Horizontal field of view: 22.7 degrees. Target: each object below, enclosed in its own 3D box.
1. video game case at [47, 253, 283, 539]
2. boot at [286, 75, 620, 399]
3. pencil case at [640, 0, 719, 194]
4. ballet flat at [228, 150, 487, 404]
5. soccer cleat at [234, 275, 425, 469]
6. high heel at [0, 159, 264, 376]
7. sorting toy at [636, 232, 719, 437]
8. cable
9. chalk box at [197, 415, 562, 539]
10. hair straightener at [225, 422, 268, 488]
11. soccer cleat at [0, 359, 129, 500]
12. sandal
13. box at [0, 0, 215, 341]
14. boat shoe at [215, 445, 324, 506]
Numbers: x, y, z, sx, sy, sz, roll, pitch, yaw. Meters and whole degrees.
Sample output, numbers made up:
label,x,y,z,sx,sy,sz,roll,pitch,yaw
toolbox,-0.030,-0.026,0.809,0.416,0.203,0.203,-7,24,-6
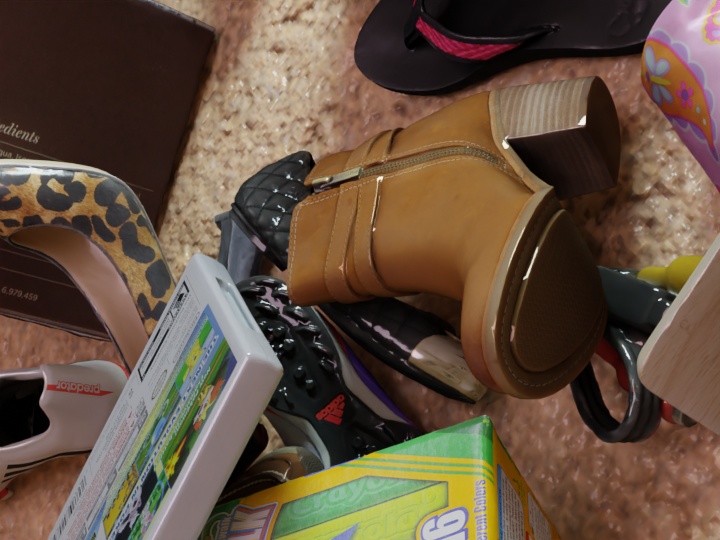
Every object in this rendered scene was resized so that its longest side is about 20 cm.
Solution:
label,x,y,z,sx,sy,sz,roll,pitch,yaw
video game case,-0.102,0.103,0.829,0.201,0.022,0.182,-62,17,7
boot,0.029,-0.009,0.800,0.154,0.077,0.201,-13,41,26
pencil case,0.189,-0.034,0.728,0.087,0.087,0.201,-44,52,25
ballet flat,0.000,0.000,0.907,0.057,0.066,0.200,-47,51,0
soccer cleat,0.000,0.089,0.889,0.068,0.073,0.200,-39,70,3
high heel,-0.148,0.022,0.953,0.071,0.198,0.144,154,127,-68
sorting toy,0.229,0.013,0.608,0.198,0.070,0.201,33,104,2
cable,0.107,0.018,0.828,0.200,0.050,0.098,30,96,54
chalk box,-0.010,0.170,0.763,0.199,0.124,0.125,-21,36,17
hair straightener,-0.124,0.134,0.947,0.041,0.077,0.200,55,135,8
soccer cleat,-0.215,0.094,1.063,0.199,0.085,0.069,-20,65,37
sandal,0.070,-0.134,0.893,0.199,0.045,0.076,-4,75,42
box,-0.220,-0.084,1.064,0.165,0.164,0.202,18,90,45
boat shoe,-0.071,0.152,0.877,0.076,0.074,0.200,59,143,14
